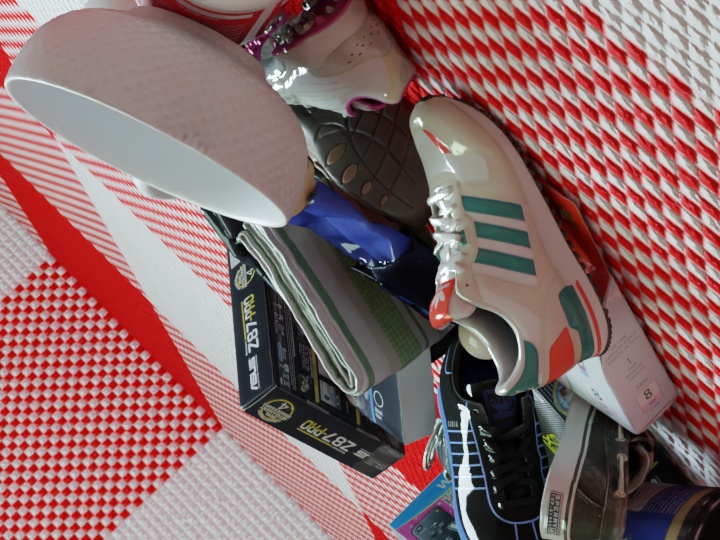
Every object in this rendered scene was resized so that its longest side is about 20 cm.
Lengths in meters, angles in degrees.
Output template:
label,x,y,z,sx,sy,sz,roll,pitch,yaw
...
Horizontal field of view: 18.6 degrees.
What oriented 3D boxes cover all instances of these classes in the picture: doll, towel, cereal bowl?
label,x,y,z,sx,sy,sz,roll,pitch,yaw
doll,0.024,-0.004,1.489,0.199,0.049,0.136,33,165,-18
towel,0.000,0.000,1.583,0.150,0.031,0.200,59,-150,0
cereal bowl,-0.118,-0.107,1.381,0.199,0.084,0.200,25,171,4

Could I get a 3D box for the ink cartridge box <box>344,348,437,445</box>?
label,x,y,z,sx,sy,sz,roll,pitch,yaw
ink cartridge box,0.015,0.031,1.764,0.099,0.039,0.202,32,134,54

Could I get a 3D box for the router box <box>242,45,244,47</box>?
label,x,y,z,sx,sy,sz,roll,pitch,yaw
router box,-0.091,-0.120,1.824,0.157,0.052,0.200,41,167,35

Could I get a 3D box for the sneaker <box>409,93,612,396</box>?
label,x,y,z,sx,sy,sz,roll,pitch,yaw
sneaker,0.074,-0.014,1.392,0.201,0.093,0.070,59,159,0

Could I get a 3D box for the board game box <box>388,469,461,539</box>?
label,x,y,z,sx,sy,sz,roll,pitch,yaw
board game box,0.138,0.229,1.896,0.200,0.147,0.064,31,162,53

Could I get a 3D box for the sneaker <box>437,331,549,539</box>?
label,x,y,z,sx,sy,sz,roll,pitch,yaw
sneaker,0.096,0.130,1.541,0.078,0.069,0.201,98,159,-54

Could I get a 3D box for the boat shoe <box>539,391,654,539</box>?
label,x,y,z,sx,sy,sz,roll,pitch,yaw
boat shoe,0.169,0.133,1.523,0.063,0.200,0.071,8,116,11

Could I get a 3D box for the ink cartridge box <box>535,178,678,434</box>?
label,x,y,z,sx,sy,sz,roll,pitch,yaw
ink cartridge box,0.118,0.006,1.484,0.162,0.057,0.200,36,168,48

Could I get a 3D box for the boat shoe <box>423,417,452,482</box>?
label,x,y,z,sx,sy,sz,roll,pitch,yaw
boat shoe,0.089,0.139,1.757,0.062,0.075,0.200,30,172,22

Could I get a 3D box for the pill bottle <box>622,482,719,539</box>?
label,x,y,z,sx,sy,sz,roll,pitch,yaw
pill bottle,0.196,0.206,1.559,0.199,0.112,0.112,-3,131,51

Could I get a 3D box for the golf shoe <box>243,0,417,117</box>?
label,x,y,z,sx,sy,sz,roll,pitch,yaw
golf shoe,-0.032,-0.131,1.483,0.091,0.076,0.200,40,162,-15

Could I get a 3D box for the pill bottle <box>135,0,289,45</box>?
label,x,y,z,sx,sy,sz,roll,pitch,yaw
pill bottle,-0.090,-0.202,1.392,0.112,0.112,0.200,48,168,-3

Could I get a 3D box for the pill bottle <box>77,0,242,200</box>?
label,x,y,z,sx,sy,sz,roll,pitch,yaw
pill bottle,-0.148,-0.165,1.637,0.114,0.113,0.201,86,161,-72

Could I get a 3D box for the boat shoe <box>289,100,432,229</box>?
label,x,y,z,sx,sy,sz,roll,pitch,yaw
boat shoe,-0.001,-0.092,1.556,0.200,0.076,0.072,49,177,38

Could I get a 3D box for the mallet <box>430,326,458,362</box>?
label,x,y,z,sx,sy,sz,roll,pitch,yaw
mallet,0.066,0.042,1.745,0.041,0.066,0.200,56,168,3

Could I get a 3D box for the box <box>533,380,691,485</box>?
label,x,y,z,sx,sy,sz,roll,pitch,yaw
box,0.164,0.120,1.696,0.200,0.044,0.160,49,168,-4

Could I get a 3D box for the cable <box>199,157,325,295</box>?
label,x,y,z,sx,sy,sz,roll,pitch,yaw
cable,-0.044,-0.034,1.717,0.201,0.051,0.163,55,143,-8

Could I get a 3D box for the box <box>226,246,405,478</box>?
label,x,y,z,sx,sy,sz,roll,pitch,yaw
box,-0.040,0.061,1.895,0.161,0.049,0.201,29,-143,-36
